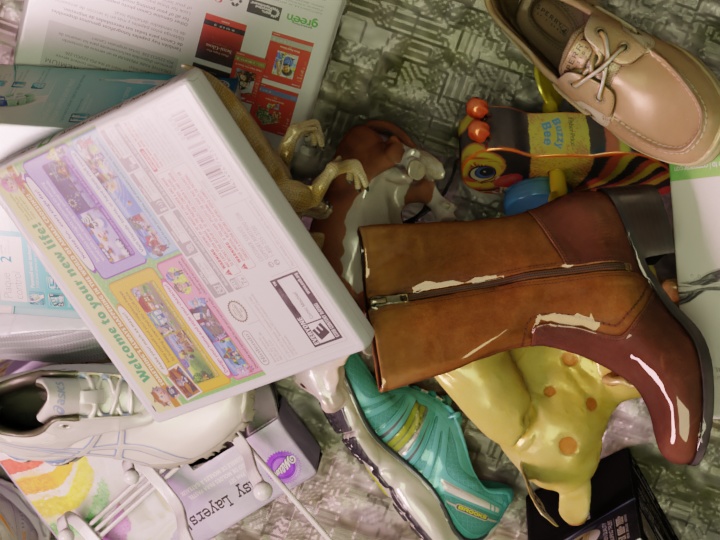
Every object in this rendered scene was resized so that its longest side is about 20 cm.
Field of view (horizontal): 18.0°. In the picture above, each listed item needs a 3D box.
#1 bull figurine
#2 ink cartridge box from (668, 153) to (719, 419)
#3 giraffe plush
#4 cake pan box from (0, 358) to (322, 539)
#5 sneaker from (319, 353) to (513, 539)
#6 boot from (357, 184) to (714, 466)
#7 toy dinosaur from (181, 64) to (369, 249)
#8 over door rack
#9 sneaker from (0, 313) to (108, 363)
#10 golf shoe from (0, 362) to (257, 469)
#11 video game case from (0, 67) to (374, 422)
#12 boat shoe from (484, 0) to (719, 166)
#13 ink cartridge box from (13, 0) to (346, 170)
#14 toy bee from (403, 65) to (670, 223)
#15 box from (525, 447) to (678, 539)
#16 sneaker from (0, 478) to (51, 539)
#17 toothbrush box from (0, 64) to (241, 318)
[{"bbox_3d":[0.000,0.000,1.496,0.065,0.121,0.200,9,94,-35],"label":"bull figurine"},{"bbox_3d":[0.280,-0.007,1.472,0.145,0.084,0.200,-3,90,-40],"label":"ink cartridge box"},{"bbox_3d":[0.147,0.054,1.514,0.162,0.200,0.173,-39,140,6],"label":"giraffe plush"},{"bbox_3d":[-0.152,0.111,1.618,0.200,0.052,0.184,-31,106,12],"label":"cake pan box"},{"bbox_3d":[0.031,0.111,1.607,0.080,0.078,0.200,-40,105,-8],"label":"sneaker"},{"bbox_3d":[0.108,0.045,1.406,0.200,0.068,0.188,-11,83,-12],"label":"boot"},{"bbox_3d":[-0.051,-0.050,1.416,0.101,0.058,0.200,-32,134,-31],"label":"toy dinosaur"},{"bbox_3d":[-0.094,0.204,1.584,0.148,0.067,0.200,-41,101,15],"label":"over door rack"},{"bbox_3d":[-0.240,0.021,1.559,0.200,0.073,0.071,0,71,20],"label":"sneaker"},{"bbox_3d":[-0.170,0.093,1.513,0.200,0.097,0.078,-10,77,17],"label":"golf shoe"},{"bbox_3d":[-0.113,-0.010,1.400,0.182,0.022,0.200,-21,111,36],"label":"video game case"},{"bbox_3d":[0.153,-0.129,1.453,0.065,0.200,0.071,8,114,-46],"label":"boat shoe"},{"bbox_3d":[-0.119,-0.159,1.503,0.200,0.084,0.176,17,123,-2],"label":"ink cartridge box"},{"bbox_3d":[0.108,-0.072,1.503,0.200,0.109,0.131,-26,61,-3],"label":"toy bee"},{"bbox_3d":[0.197,0.251,1.583,0.086,0.164,0.200,-27,105,11],"label":"box"},{"bbox_3d":[-0.313,0.159,1.619,0.200,0.092,0.076,31,106,-7],"label":"sneaker"},{"bbox_3d":[-0.180,-0.050,1.483,0.200,0.085,0.147,5,123,7],"label":"toothbrush box"}]
